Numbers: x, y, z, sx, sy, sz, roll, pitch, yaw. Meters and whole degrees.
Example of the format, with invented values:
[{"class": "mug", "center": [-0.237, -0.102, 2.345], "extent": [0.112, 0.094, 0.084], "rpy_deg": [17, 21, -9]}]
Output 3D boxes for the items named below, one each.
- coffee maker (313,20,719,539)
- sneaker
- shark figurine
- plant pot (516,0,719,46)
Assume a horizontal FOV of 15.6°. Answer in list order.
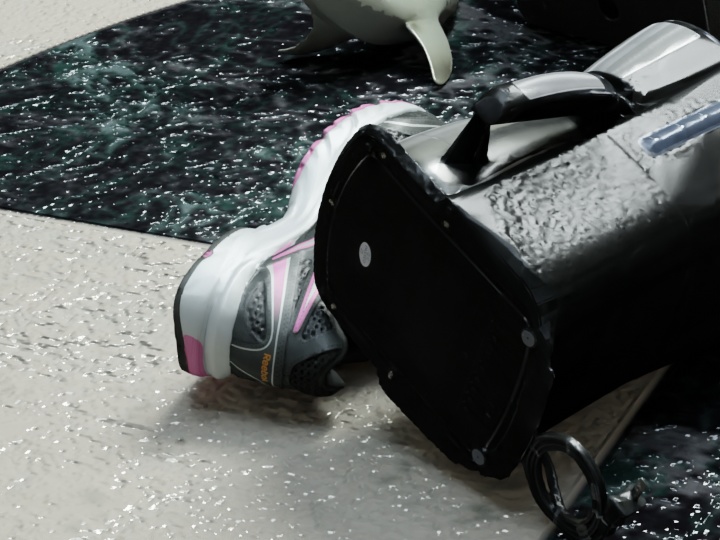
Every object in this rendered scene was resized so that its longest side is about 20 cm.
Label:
[{"class": "coffee maker", "center": [0.108, 0.002, 1.116], "extent": [0.199, 0.193, 0.135], "rpy_deg": [-23, -9, -34]}, {"class": "sneaker", "center": [0.000, 0.000, 1.197], "extent": [0.086, 0.081, 0.200], "rpy_deg": [22, 45, 21]}, {"class": "shark figurine", "center": [-0.027, -0.159, 1.450], "extent": [0.089, 0.214, 0.129], "rpy_deg": [-32, 48, 32]}, {"class": "plant pot", "center": [0.180, -0.225, 1.462], "extent": [0.199, 0.201, 0.177], "rpy_deg": [19, 49, 37]}]
